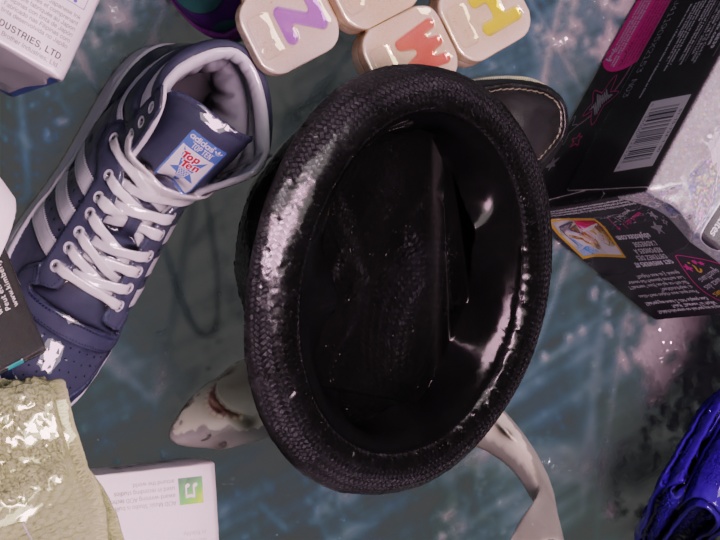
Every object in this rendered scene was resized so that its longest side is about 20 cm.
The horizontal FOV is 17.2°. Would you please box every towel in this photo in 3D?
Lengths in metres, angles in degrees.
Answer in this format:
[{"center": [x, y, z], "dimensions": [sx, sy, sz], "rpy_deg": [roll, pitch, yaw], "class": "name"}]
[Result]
[{"center": [0.215, 0.066, 1.300], "dimensions": [0.049, 0.148, 0.200], "rpy_deg": [32, 70, 8], "class": "towel"}, {"center": [-0.203, 0.138, 1.063], "dimensions": [0.199, 0.037, 0.149], "rpy_deg": [-20, 77, -16], "class": "towel"}]

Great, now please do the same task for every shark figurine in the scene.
[{"center": [0.026, 0.083, 1.201], "dimensions": [0.213, 0.090, 0.129], "rpy_deg": [21, 57, 13], "class": "shark figurine"}]

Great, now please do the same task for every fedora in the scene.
[{"center": [0.000, 0.000, 1.128], "dimensions": [0.200, 0.091, 0.202], "rpy_deg": [-9, 105, -36], "class": "fedora"}]

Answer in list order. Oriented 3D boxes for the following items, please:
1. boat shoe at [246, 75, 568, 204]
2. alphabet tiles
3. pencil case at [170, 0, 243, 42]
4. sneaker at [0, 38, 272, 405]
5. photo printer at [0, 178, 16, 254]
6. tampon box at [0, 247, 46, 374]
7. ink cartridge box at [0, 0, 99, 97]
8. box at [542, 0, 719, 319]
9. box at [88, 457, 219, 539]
[{"center": [0.039, -0.055, 1.233], "dimensions": [0.198, 0.066, 0.075], "rpy_deg": [-15, 96, -29], "class": "boat shoe"}, {"center": [0.004, -0.185, 1.149], "dimensions": [0.195, 0.015, 0.201], "rpy_deg": [-30, 96, -29], "class": "alphabet tiles"}, {"center": [-0.006, -0.191, 1.201], "dimensions": [0.199, 0.085, 0.093], "rpy_deg": [-27, 92, -28], "class": "pencil case"}, {"center": [-0.109, -0.023, 1.122], "dimensions": [0.070, 0.108, 0.201], "rpy_deg": [31, 74, -25], "class": "sneaker"}, {"center": [-0.233, 0.007, 0.899], "dimensions": [0.166, 0.069, 0.201], "rpy_deg": [34, 73, -24], "class": "photo printer"}, {"center": [-0.264, 0.019, 1.007], "dimensions": [0.199, 0.150, 0.127], "rpy_deg": [-27, 102, -28], "class": "tampon box"}, {"center": [-0.166, -0.202, 1.114], "dimensions": [0.136, 0.076, 0.201], "rpy_deg": [30, 76, -26], "class": "ink cartridge box"}, {"center": [0.204, -0.086, 1.291], "dimensions": [0.115, 0.132, 0.201], "rpy_deg": [36, 71, -21], "class": "box"}, {"center": [-0.134, 0.197, 1.145], "dimensions": [0.143, 0.036, 0.202], "rpy_deg": [-3, 89, -30], "class": "box"}]
